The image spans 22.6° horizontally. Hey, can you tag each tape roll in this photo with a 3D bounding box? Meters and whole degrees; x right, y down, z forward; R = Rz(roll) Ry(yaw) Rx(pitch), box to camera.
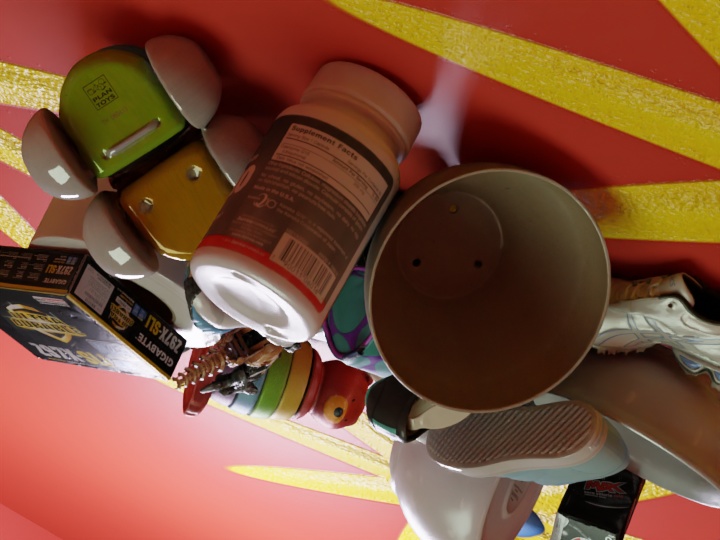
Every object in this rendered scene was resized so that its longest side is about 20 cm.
[{"bbox_3d":[-0.197,-0.035,1.709,0.201,0.140,0.203,21,159,8],"label":"tape roll"}]

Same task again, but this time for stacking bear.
[{"bbox_3d":[-0.086,0.119,1.995,0.198,0.122,0.114,18,-165,-13],"label":"stacking bear"}]

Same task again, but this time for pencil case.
[{"bbox_3d":[0.064,0.064,1.593,0.199,0.086,0.092,20,152,-34],"label":"pencil case"}]

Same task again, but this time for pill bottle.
[{"bbox_3d":[-0.039,-0.056,1.406,0.113,0.201,0.114,25,157,11],"label":"pill bottle"}]

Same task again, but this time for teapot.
[{"bbox_3d":[0.092,0.179,1.741,0.145,0.197,0.201,24,128,22],"label":"teapot"}]

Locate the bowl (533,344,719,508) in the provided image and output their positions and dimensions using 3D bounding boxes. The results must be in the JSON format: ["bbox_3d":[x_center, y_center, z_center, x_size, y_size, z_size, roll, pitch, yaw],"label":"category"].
[{"bbox_3d":[0.258,0.122,1.596,0.200,0.091,0.201,30,169,6],"label":"bowl"}]

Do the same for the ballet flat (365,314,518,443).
[{"bbox_3d":[0.099,0.094,1.531,0.068,0.199,0.068,40,153,51],"label":"ballet flat"}]

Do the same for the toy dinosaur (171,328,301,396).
[{"bbox_3d":[-0.112,0.062,1.787,0.199,0.103,0.135,-4,165,-38],"label":"toy dinosaur"}]

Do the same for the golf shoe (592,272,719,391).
[{"bbox_3d":[0.248,0.026,1.519,0.198,0.079,0.098,15,138,10],"label":"golf shoe"}]

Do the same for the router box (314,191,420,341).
[{"bbox_3d":[0.000,0.000,1.664,0.148,0.051,0.201,13,145,25],"label":"router box"}]

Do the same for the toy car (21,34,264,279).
[{"bbox_3d":[-0.179,-0.108,1.529,0.201,0.174,0.150,55,-171,-25],"label":"toy car"}]

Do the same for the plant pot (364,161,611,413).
[{"bbox_3d":[0.089,-0.001,1.470,0.199,0.201,0.135,32,-172,-20],"label":"plant pot"}]

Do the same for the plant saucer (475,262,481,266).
[{"bbox_3d":[0.164,0.060,1.699,0.198,0.036,0.200,21,158,9],"label":"plant saucer"}]

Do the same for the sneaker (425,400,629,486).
[{"bbox_3d":[0.144,0.159,1.557,0.199,0.074,0.082,-1,148,47],"label":"sneaker"}]

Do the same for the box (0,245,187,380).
[{"bbox_3d":[-0.284,0.038,1.713,0.199,0.050,0.160,6,154,40],"label":"box"}]

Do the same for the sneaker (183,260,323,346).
[{"bbox_3d":[-0.078,0.021,1.599,0.086,0.076,0.199,-8,169,31],"label":"sneaker"}]

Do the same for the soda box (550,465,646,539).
[{"bbox_3d":[0.238,0.201,1.722,0.063,0.200,0.071,17,127,13],"label":"soda box"}]

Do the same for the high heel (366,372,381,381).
[{"bbox_3d":[0.108,0.133,1.881,0.199,0.072,0.142,3,154,39],"label":"high heel"}]
